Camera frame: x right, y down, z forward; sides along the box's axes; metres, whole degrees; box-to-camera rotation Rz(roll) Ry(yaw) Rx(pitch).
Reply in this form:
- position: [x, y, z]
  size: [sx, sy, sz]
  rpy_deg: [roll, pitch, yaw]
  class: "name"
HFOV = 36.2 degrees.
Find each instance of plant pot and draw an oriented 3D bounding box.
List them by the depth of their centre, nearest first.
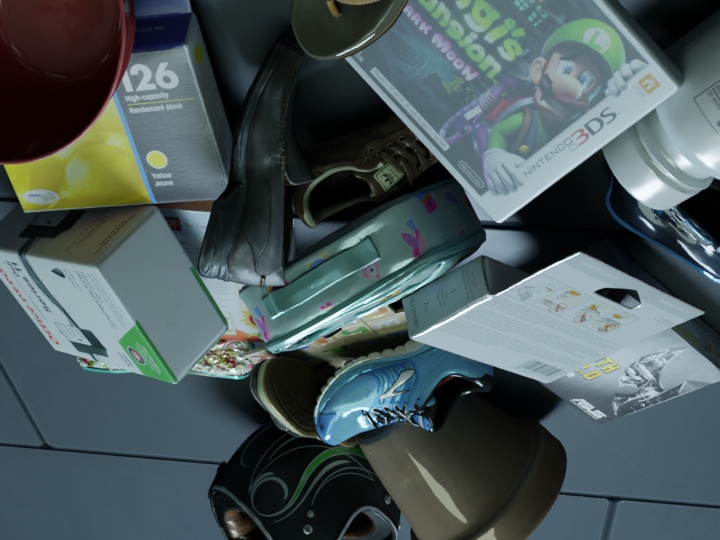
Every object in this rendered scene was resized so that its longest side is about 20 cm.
- position: [0.095, 0.200, 1.195]
  size: [0.175, 0.200, 0.200]
  rpy_deg: [46, 132, -12]
  class: "plant pot"

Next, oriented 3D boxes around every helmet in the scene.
- position: [-0.055, 0.261, 1.276]
  size: [0.200, 0.190, 0.200]
  rpy_deg: [37, 146, 31]
  class: "helmet"

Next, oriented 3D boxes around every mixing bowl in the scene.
- position: [-0.240, -0.183, 0.792]
  size: [0.199, 0.108, 0.201]
  rpy_deg: [4, 106, 13]
  class: "mixing bowl"

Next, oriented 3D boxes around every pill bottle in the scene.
- position: [0.272, -0.128, 0.778]
  size: [0.114, 0.115, 0.200]
  rpy_deg: [30, 138, -24]
  class: "pill bottle"

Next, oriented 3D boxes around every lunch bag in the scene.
- position: [0.000, 0.000, 0.945]
  size: [0.200, 0.160, 0.077]
  rpy_deg: [-30, 89, 27]
  class: "lunch bag"

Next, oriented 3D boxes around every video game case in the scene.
- position: [0.096, -0.154, 0.788]
  size: [0.200, 0.023, 0.182]
  rpy_deg: [47, 129, -6]
  class: "video game case"

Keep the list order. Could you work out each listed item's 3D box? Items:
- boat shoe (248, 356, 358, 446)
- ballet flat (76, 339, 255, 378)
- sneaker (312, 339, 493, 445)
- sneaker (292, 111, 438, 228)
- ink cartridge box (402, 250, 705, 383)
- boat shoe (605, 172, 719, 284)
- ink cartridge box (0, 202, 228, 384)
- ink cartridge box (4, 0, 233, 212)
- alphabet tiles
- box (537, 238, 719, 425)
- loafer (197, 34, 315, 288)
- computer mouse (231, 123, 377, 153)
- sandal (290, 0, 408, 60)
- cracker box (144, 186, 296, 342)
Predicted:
- position: [-0.066, 0.142, 1.152]
  size: [0.065, 0.073, 0.200]
  rpy_deg: [-2, 155, 29]
  class: "boat shoe"
- position: [-0.207, 0.075, 1.188]
  size: [0.199, 0.076, 0.064]
  rpy_deg: [2, 111, 3]
  class: "ballet flat"
- position: [0.042, 0.124, 1.092]
  size: [0.200, 0.090, 0.078]
  rpy_deg: [-30, 143, 13]
  class: "sneaker"
- position: [0.033, -0.090, 0.888]
  size: [0.200, 0.076, 0.070]
  rpy_deg: [-27, 126, 24]
  class: "sneaker"
- position: [0.164, 0.030, 0.934]
  size: [0.173, 0.044, 0.200]
  rpy_deg: [-31, 145, 34]
  class: "ink cartridge box"
- position: [0.301, -0.033, 0.913]
  size: [0.199, 0.084, 0.069]
  rpy_deg: [17, 153, -13]
  class: "boat shoe"
- position: [-0.239, 0.013, 1.017]
  size: [0.200, 0.083, 0.147]
  rpy_deg: [8, 137, 43]
  class: "ink cartridge box"
- position: [-0.214, -0.142, 0.892]
  size: [0.197, 0.047, 0.200]
  rpy_deg: [-2, 131, 15]
  class: "ink cartridge box"
- position: [-0.008, 0.076, 1.124]
  size: [0.199, 0.006, 0.166]
  rpy_deg: [-16, 153, 16]
  class: "alphabet tiles"
- position: [0.238, 0.067, 1.082]
  size: [0.200, 0.048, 0.158]
  rpy_deg: [36, 135, -29]
  class: "box"
- position: [-0.070, -0.084, 0.875]
  size: [0.072, 0.073, 0.201]
  rpy_deg: [16, 99, -6]
  class: "loafer"
- position: [-0.075, -0.106, 0.954]
  size: [0.199, 0.034, 0.059]
  rpy_deg: [-4, 129, 9]
  class: "computer mouse"
- position: [0.016, -0.212, 0.744]
  size: [0.200, 0.055, 0.082]
  rpy_deg: [-25, 88, 40]
  class: "sandal"
- position: [-0.131, -0.011, 1.056]
  size: [0.133, 0.058, 0.200]
  rpy_deg: [5, 143, 4]
  class: "cracker box"
